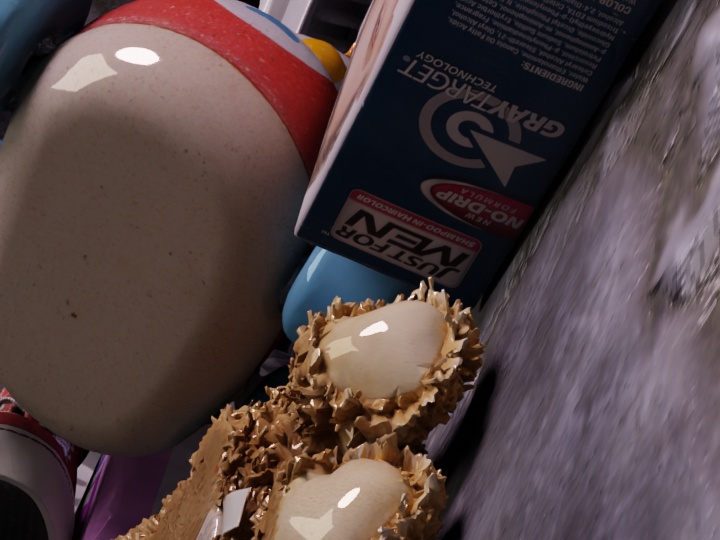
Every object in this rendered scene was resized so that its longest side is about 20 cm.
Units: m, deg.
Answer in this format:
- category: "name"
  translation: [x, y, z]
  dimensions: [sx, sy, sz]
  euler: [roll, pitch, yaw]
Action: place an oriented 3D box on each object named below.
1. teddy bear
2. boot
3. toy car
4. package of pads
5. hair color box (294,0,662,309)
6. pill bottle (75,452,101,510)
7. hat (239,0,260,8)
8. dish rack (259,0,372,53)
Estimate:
- category: "teddy bear"
  translation: [-0.020, 0.083, 0.606]
  dimensions: [0.200, 0.067, 0.145]
  euler: [-55, 22, 34]
- category: "boot"
  translation: [-0.142, 0.070, 0.895]
  dimensions: [0.200, 0.072, 0.144]
  euler: [115, 173, -60]
- category: "toy car"
  translation: [-0.039, -0.043, 0.762]
  dimensions: [0.200, 0.184, 0.177]
  euler: [-45, -12, -48]
- category: "package of pads"
  translation: [-0.079, 0.109, 0.880]
  dimensions: [0.200, 0.076, 0.121]
  euler: [127, 164, -67]
- category: "hair color box"
  translation: [0.049, -0.092, 0.583]
  dimensions: [0.200, 0.061, 0.100]
  euler: [118, 172, -45]
- category: "pill bottle"
  translation: [-0.172, 0.094, 1.134]
  dimensions: [0.114, 0.200, 0.114]
  euler: [-158, 90, -84]
- category: "hat"
  translation: [-0.034, -0.046, 0.949]
  dimensions: [0.201, 0.081, 0.201]
  euler: [-167, 90, -89]
- category: "dish rack"
  translation: [-0.001, -0.184, 1.149]
  dimensions: [0.200, 0.044, 0.172]
  euler: [-68, -12, 8]
